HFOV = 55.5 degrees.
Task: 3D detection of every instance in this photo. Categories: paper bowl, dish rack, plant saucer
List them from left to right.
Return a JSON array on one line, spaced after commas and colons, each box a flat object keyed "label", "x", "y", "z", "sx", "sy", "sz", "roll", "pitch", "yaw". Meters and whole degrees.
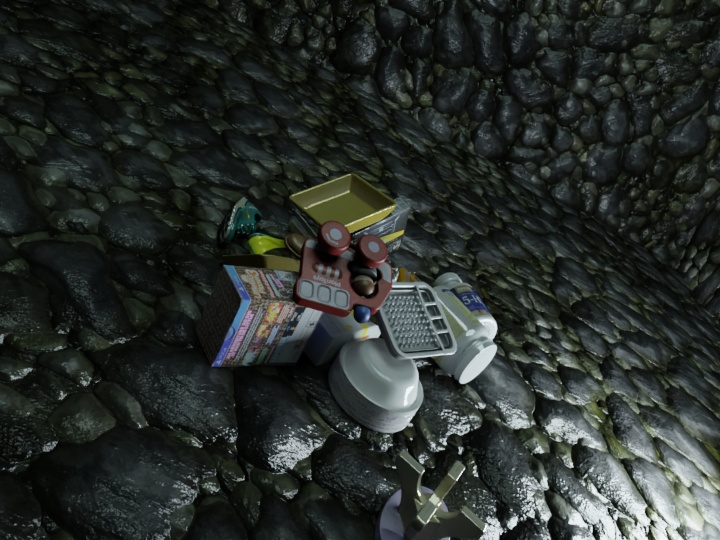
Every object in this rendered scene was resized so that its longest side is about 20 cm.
[{"label": "plant saucer", "x": -0.179, "y": 0.002, "z": 1.495, "sx": 0.196, "sy": 0.050, "sz": 0.197, "roll": 10, "pitch": -6, "yaw": -37}, {"label": "dish rack", "x": -0.104, "y": -0.052, "z": 1.601, "sx": 0.201, "sy": 0.043, "sz": 0.172, "roll": 52, "pitch": -2, "yaw": -9}, {"label": "plant saucer", "x": -0.043, "y": -0.149, "z": 1.647, "sx": 0.196, "sy": 0.050, "sz": 0.199, "roll": -23, "pitch": 40, "yaw": -27}, {"label": "paper bowl", "x": 0.039, "y": 0.219, "z": 1.396, "sx": 0.196, "sy": 0.106, "sz": 0.203, "roll": 24, "pitch": 29, "yaw": -14}, {"label": "dish rack", "x": 0.104, "y": 0.109, "z": 1.441, "sx": 0.196, "sy": 0.043, "sz": 0.176, "roll": 2, "pitch": 58, "yaw": -45}]

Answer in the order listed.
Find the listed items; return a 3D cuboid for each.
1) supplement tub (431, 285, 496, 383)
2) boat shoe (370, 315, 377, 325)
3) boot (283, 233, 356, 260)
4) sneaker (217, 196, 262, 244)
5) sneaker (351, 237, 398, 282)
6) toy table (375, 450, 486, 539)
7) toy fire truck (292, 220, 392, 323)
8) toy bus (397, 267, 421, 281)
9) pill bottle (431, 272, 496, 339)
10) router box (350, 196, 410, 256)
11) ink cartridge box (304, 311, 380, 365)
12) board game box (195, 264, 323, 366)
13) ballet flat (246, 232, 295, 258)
[{"label": "supplement tub", "x": 0.217, "y": 0.154, "z": 1.645, "sx": 0.143, "sy": 0.147, "sz": 0.201, "roll": -4, "pitch": 44, "yaw": -49}, {"label": "boat shoe", "x": 0.036, "y": 0.061, "z": 1.499, "sx": 0.197, "sy": 0.075, "sz": 0.076, "roll": 34, "pitch": 26, "yaw": 0}, {"label": "boot", "x": -0.062, "y": -0.042, "z": 1.428, "sx": 0.195, "sy": 0.076, "sz": 0.075, "roll": 22, "pitch": 38, "yaw": -13}, {"label": "sneaker", "x": -0.284, "y": -0.116, "z": 1.641, "sx": 0.079, "sy": 0.078, "sz": 0.201, "roll": 37, "pitch": 26, "yaw": -8}, {"label": "sneaker", "x": 0.000, "y": 0.000, "z": 1.589, "sx": 0.077, "sy": 0.092, "sz": 0.198, "roll": -26, "pitch": 48, "yaw": -35}, {"label": "toy table", "x": 0.111, "y": 0.403, "z": 1.153, "sx": 0.181, "sy": 0.119, "sz": 0.200, "roll": 34, "pitch": 28, "yaw": 4}, {"label": "toy fire truck", "x": -0.031, "y": 0.017, "z": 1.311, "sx": 0.195, "sy": 0.113, "sz": 0.172, "roll": 18, "pitch": 52, "yaw": -18}, {"label": "toy bus", "x": 0.114, "y": 0.050, "z": 1.741, "sx": 0.078, "sy": 0.066, "sz": 0.200, "roll": 39, "pitch": 12, "yaw": -6}, {"label": "pill bottle", "x": 0.265, "y": 0.104, "z": 1.808, "sx": 0.117, "sy": 0.121, "sz": 0.202, "roll": 11, "pitch": 33, "yaw": -34}, {"label": "router box", "x": 0.029, "y": -0.084, "z": 1.751, "sx": 0.197, "sy": 0.160, "sz": 0.052, "roll": -27, "pitch": 56, "yaw": -32}, {"label": "ink cartridge box", "x": -0.058, "y": 0.109, "z": 1.493, "sx": 0.145, "sy": 0.084, "sz": 0.198, "roll": 45, "pitch": 29, "yaw": 24}, {"label": "board game box", "x": -0.188, "y": 0.089, "z": 1.304, "sx": 0.196, "sy": 0.162, "sz": 0.097, "roll": 6, "pitch": 34, "yaw": -41}, {"label": "ballet flat", "x": -0.188, "y": -0.043, "z": 1.641, "sx": 0.197, "sy": 0.066, "sz": 0.069, "roll": 5, "pitch": 58, "yaw": -49}]
